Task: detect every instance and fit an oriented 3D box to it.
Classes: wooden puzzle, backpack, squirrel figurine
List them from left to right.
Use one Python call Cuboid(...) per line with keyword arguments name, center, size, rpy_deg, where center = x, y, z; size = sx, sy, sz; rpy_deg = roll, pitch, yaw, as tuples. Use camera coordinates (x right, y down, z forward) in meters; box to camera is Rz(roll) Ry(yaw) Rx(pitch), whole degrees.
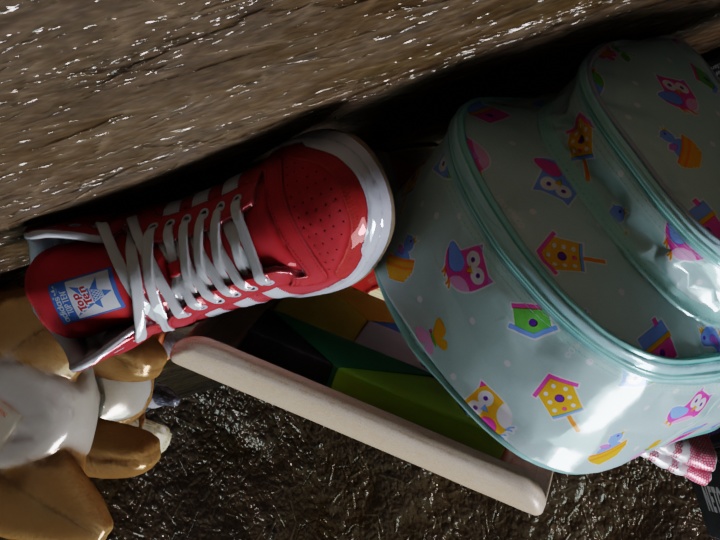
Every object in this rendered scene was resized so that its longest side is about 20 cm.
Cuboid(name="squirrel figurine", center=(-0.206, 0.067, 1.158), size=(0.198, 0.143, 0.187), rpy_deg=(-4, -172, 4))
Cuboid(name="wooden puzzle", center=(0.014, 0.048, 1.003), size=(0.184, 0.037, 0.200), rpy_deg=(22, -169, 4))
Cuboid(name="backpack", center=(0.110, -0.008, 0.913), size=(0.199, 0.176, 0.153), rpy_deg=(-18, 156, -44))

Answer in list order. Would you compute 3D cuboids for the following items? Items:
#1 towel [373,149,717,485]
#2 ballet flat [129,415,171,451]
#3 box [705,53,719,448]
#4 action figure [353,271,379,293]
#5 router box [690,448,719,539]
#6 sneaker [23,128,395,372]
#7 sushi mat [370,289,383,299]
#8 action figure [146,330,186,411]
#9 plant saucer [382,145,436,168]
Cuboid(name="towel", center=(0.087, 0.026, 1.025), size=(0.199, 0.147, 0.030), rpy_deg=(24, 121, -31))
Cuboid(name="ballet flat", center=(-0.213, 0.116, 1.285), size=(0.199, 0.057, 0.067), rpy_deg=(-5, 154, 14))
Cuboid(name="box", center=(0.222, -0.017, 1.123), size=(0.106, 0.201, 0.122), rpy_deg=(-19, 176, 29))
Cuboid(name="action figure", center=(0.000, 0.000, 1.247), size=(0.099, 0.066, 0.200), rpy_deg=(-25, -163, -18))
Cuboid(name="router box", center=(0.268, 0.101, 1.094), size=(0.156, 0.053, 0.200), rpy_deg=(-18, 176, 0))
Cuboid(name="sneaker", center=(-0.076, -0.006, 0.898), size=(0.112, 0.072, 0.200), rpy_deg=(-19, 180, -35))
Cuboid(name="sushi mat", center=(0.045, 0.013, 1.436), size=(0.199, 0.012, 0.095), rpy_deg=(22, 155, -33))
Cuboid(name="action figure", center=(-0.208, 0.079, 1.339), size=(0.199, 0.105, 0.193), rpy_deg=(-15, 166, -48))
Cuboid(name="plant saucer", center=(-0.045, -0.021, 1.116), size=(0.199, 0.035, 0.200), rpy_deg=(-18, 175, -1))
